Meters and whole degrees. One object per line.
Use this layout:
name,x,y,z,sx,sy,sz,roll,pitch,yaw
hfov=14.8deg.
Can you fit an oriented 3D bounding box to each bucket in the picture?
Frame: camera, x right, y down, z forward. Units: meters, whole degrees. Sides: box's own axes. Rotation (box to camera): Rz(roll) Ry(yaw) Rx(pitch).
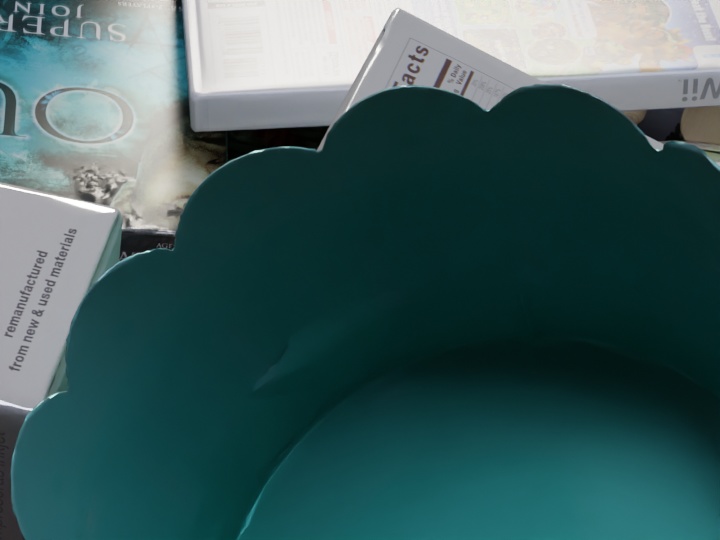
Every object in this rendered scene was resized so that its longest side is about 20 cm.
bucket,0.029,0.072,0.682,0.206,0.135,0.208,-6,66,13

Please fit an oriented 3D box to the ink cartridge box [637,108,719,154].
ink cartridge box,0.123,-0.088,1.075,0.199,0.042,0.119,27,45,19

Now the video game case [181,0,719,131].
video game case,0.034,-0.099,1.021,0.199,0.018,0.143,-3,35,-4

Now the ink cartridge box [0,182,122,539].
ink cartridge box,-0.172,0.038,0.746,0.199,0.145,0.085,12,43,4

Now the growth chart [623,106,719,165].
growth chart,0.167,0.011,0.965,0.199,0.018,0.145,18,61,8

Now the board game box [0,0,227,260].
board game box,-0.147,-0.054,0.990,0.199,0.028,0.136,4,43,-8

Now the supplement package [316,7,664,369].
supplement package,0.064,0.030,0.856,0.199,0.110,0.114,27,43,-1
